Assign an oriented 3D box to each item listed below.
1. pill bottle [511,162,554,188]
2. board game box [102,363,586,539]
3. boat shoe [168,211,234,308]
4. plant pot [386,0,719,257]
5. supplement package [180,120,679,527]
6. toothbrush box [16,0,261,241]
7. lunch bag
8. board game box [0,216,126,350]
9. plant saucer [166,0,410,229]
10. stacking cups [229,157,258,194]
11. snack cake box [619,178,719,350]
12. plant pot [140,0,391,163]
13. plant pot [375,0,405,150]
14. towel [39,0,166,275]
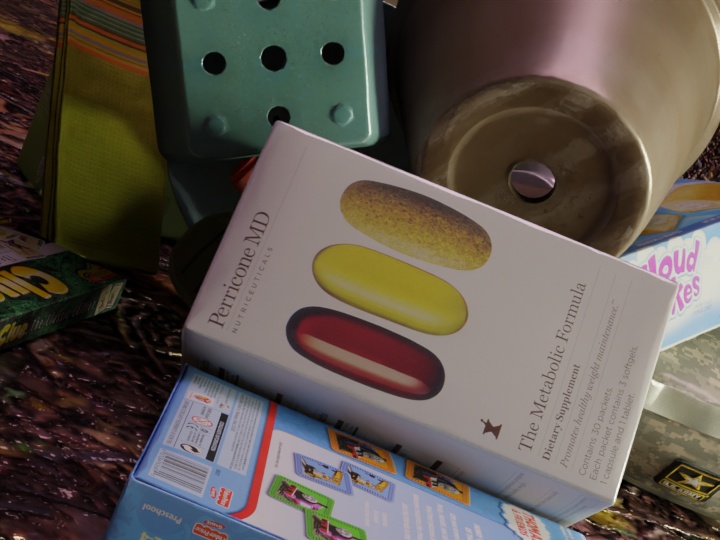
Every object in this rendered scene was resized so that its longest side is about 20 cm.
[{"bbox_3d":[0.139,-0.033,0.953,0.111,0.111,0.200,28,12,19],"label":"pill bottle"},{"bbox_3d":[0.007,0.108,0.523,0.200,0.037,0.151,23,10,-4],"label":"board game box"},{"bbox_3d":[-0.040,0.023,0.771,0.200,0.075,0.068,25,-20,46],"label":"boat shoe"},{"bbox_3d":[0.099,-0.086,0.708,0.200,0.200,0.174,24,35,-1],"label":"plant pot"},{"bbox_3d":[0.027,0.032,0.621,0.200,0.114,0.110,21,-21,-1],"label":"supplement package"},{"bbox_3d":[-0.136,-0.133,0.929,0.145,0.200,0.086,17,11,-29],"label":"toothbrush box"},{"bbox_3d":[0.223,0.093,0.859,0.164,0.118,0.200,23,6,3],"label":"lunch bag"},{"bbox_3d":[-0.197,0.003,0.630,0.105,0.023,0.200,28,11,7],"label":"board game box"},{"bbox_3d":[-0.024,-0.081,0.848,0.201,0.201,0.039,23,12,-8],"label":"plant saucer"},{"bbox_3d":[0.000,0.000,0.821,0.200,0.061,0.061,40,8,-12],"label":"stacking cups"},{"bbox_3d":[0.172,-0.003,0.811,0.200,0.067,0.115,-18,19,-37],"label":"snack cake box"},{"bbox_3d":[-0.051,-0.127,0.705,0.141,0.142,0.200,-5,18,-4],"label":"plant pot"},{"bbox_3d":[0.066,-0.167,0.944,0.199,0.200,0.177,-8,8,2],"label":"plant pot"},{"bbox_3d":[-0.151,-0.102,0.814,0.086,0.201,0.018,14,-17,-41],"label":"towel"}]
